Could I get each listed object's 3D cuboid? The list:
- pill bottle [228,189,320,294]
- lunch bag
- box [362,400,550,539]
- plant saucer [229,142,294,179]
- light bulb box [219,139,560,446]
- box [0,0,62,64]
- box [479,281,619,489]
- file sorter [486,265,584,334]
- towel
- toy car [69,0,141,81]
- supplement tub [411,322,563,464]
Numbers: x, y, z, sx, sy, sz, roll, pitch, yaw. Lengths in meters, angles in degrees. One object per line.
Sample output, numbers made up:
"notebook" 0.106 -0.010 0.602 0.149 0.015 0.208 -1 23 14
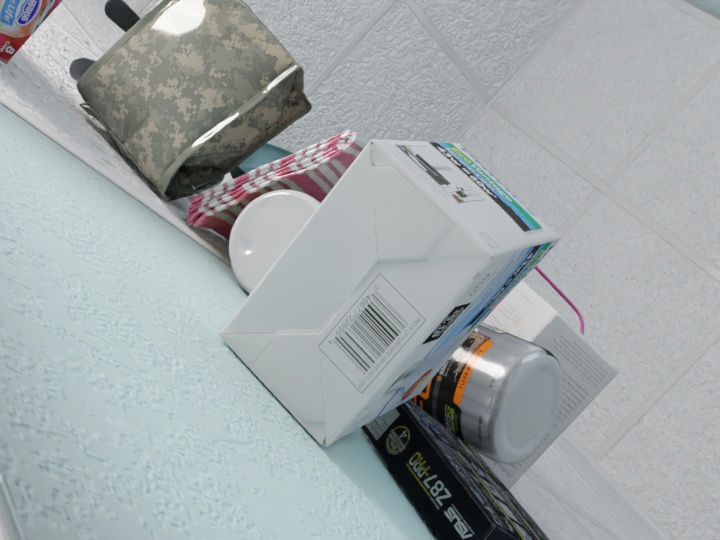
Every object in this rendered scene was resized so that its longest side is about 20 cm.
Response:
"pill bottle" -0.053 -0.010 1.095 0.113 0.113 0.200 45 4 15
"lunch bag" -0.177 -0.185 1.103 0.164 0.200 0.118 49 -9 15
"box" 0.093 0.196 0.904 0.161 0.049 0.200 38 7 -39
"plant saucer" -0.082 -0.099 1.274 0.199 0.036 0.200 25 18 -8
"light bulb box" 0.030 0.010 0.828 0.125 0.199 0.200 45 21 14
"box" -0.371 -0.300 0.991 0.200 0.100 0.095 46 5 34
"box" 0.173 0.134 1.216 0.106 0.200 0.152 41 6 -14
"file sorter" 0.181 0.098 1.390 0.139 0.200 0.126 44 32 -13
"towel" -0.069 -0.077 1.106 0.146 0.199 0.030 32 38 -69
"toy car" -0.236 -0.226 1.239 0.199 0.165 0.158 34 5 -6
"supplement tub" 0.098 0.108 1.088 0.199 0.123 0.122 22 -11 40
